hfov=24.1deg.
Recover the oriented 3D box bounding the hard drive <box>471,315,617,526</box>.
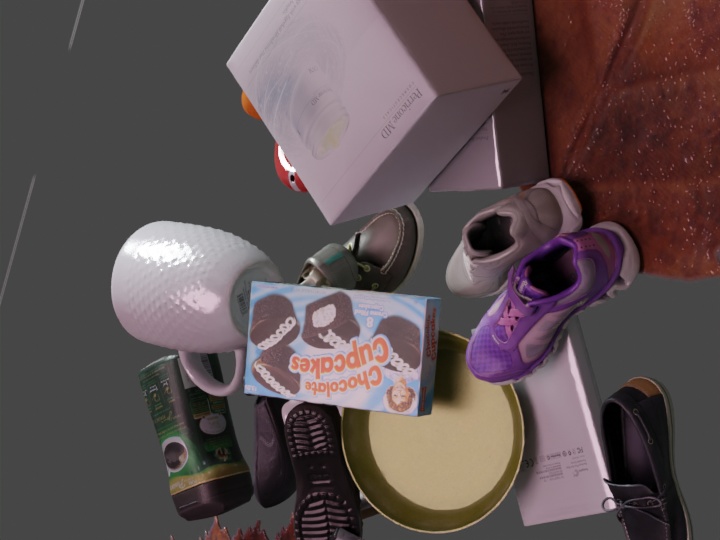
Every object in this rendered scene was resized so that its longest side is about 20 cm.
[{"bbox_3d":[0.180,0.139,1.622,0.132,0.026,0.200,-22,81,51],"label":"hard drive"}]

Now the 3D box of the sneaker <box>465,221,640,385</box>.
[{"bbox_3d":[0.158,0.028,1.541,0.200,0.088,0.081,-46,63,27],"label":"sneaker"}]

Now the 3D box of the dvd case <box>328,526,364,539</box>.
[{"bbox_3d":[0.035,0.357,1.760,0.200,0.018,0.143,28,129,-3],"label":"dvd case"}]

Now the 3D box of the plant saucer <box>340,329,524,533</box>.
[{"bbox_3d":[0.075,0.158,1.665,0.200,0.031,0.200,0,90,28],"label":"plant saucer"}]

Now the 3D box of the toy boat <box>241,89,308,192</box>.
[{"bbox_3d":[-0.067,-0.181,1.775,0.130,0.131,0.200,5,102,51],"label":"toy boat"}]

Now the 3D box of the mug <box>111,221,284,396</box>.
[{"bbox_3d":[-0.175,0.048,1.952,0.175,0.148,0.200,9,110,44],"label":"mug"}]

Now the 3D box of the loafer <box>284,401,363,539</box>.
[{"bbox_3d":[-0.029,0.219,1.750,0.073,0.071,0.200,2,112,17],"label":"loafer"}]

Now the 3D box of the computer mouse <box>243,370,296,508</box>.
[{"bbox_3d":[-0.088,0.179,1.912,0.053,0.139,0.200,5,111,14],"label":"computer mouse"}]

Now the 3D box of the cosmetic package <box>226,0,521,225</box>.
[{"bbox_3d":[0.008,-0.184,1.561,0.200,0.123,0.199,56,135,16],"label":"cosmetic package"}]

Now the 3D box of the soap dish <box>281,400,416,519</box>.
[{"bbox_3d":[0.010,0.179,1.799,0.200,0.081,0.158,-30,74,50],"label":"soap dish"}]

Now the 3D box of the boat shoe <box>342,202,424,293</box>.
[{"bbox_3d":[0.001,0.002,1.786,0.072,0.060,0.202,58,137,24],"label":"boat shoe"}]

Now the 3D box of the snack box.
[{"bbox_3d":[-0.020,0.076,1.679,0.200,0.037,0.116,5,92,28],"label":"snack box"}]

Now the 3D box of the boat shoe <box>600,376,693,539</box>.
[{"bbox_3d":[0.252,0.197,1.519,0.075,0.062,0.200,0,99,49],"label":"boat shoe"}]

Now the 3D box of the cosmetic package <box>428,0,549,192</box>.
[{"bbox_3d":[0.112,-0.178,1.600,0.101,0.071,0.200,1,98,50],"label":"cosmetic package"}]

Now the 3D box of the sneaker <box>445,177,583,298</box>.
[{"bbox_3d":[0.121,-0.026,1.602,0.200,0.092,0.076,-45,64,53],"label":"sneaker"}]

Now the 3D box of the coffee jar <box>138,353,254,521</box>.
[{"bbox_3d":[-0.199,0.201,2.059,0.104,0.085,0.200,-26,76,48],"label":"coffee jar"}]

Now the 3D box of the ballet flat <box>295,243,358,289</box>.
[{"bbox_3d":[-0.061,0.055,1.779,0.067,0.064,0.200,39,130,19],"label":"ballet flat"}]
